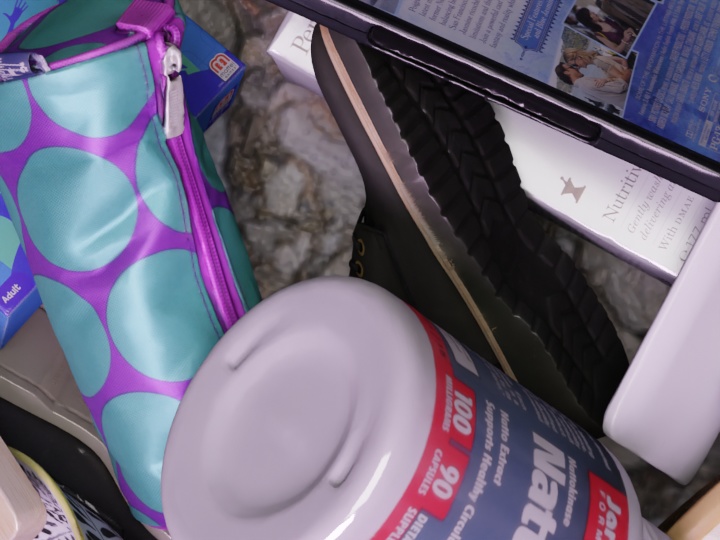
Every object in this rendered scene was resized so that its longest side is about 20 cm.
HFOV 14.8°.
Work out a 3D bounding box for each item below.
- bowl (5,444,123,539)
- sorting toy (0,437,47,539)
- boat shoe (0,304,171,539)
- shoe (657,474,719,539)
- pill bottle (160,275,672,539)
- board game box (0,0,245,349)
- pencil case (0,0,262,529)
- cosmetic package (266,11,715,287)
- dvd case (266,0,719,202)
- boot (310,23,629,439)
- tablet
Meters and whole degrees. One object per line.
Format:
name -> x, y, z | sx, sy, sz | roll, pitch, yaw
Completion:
bowl -> -0.130, 0.174, 1.102 | 0.200, 0.094, 0.202 | -17, 66, 44
sorting toy -> -0.250, 0.078, 1.083 | 0.199, 0.070, 0.200 | -44, 74, 29
boat shoe -> -0.106, 0.079, 1.152 | 0.200, 0.073, 0.063 | 38, 132, -1
shoe -> 0.120, 0.145, 1.123 | 0.053, 0.070, 0.200 | 44, 97, 4
pill bottle -> 0.034, 0.096, 1.023 | 0.200, 0.119, 0.120 | 34, 88, -40
board game box -> -0.171, -0.090, 1.137 | 0.200, 0.045, 0.152 | 39, 67, 4
pencil case -> -0.080, -0.005, 1.065 | 0.092, 0.085, 0.201 | -5, 111, 40
cosmetic package -> 0.074, -0.085, 1.132 | 0.199, 0.081, 0.113 | 27, 90, 3
dvd case -> 0.065, -0.116, 1.057 | 0.199, 0.018, 0.143 | 24, 49, -1
boot -> 0.000, 0.000, 1.091 | 0.138, 0.077, 0.200 | -21, 105, 32
tablet -> 0.161, -0.012, 1.102 | 0.014, 0.130, 0.201 | 27, 87, 24
